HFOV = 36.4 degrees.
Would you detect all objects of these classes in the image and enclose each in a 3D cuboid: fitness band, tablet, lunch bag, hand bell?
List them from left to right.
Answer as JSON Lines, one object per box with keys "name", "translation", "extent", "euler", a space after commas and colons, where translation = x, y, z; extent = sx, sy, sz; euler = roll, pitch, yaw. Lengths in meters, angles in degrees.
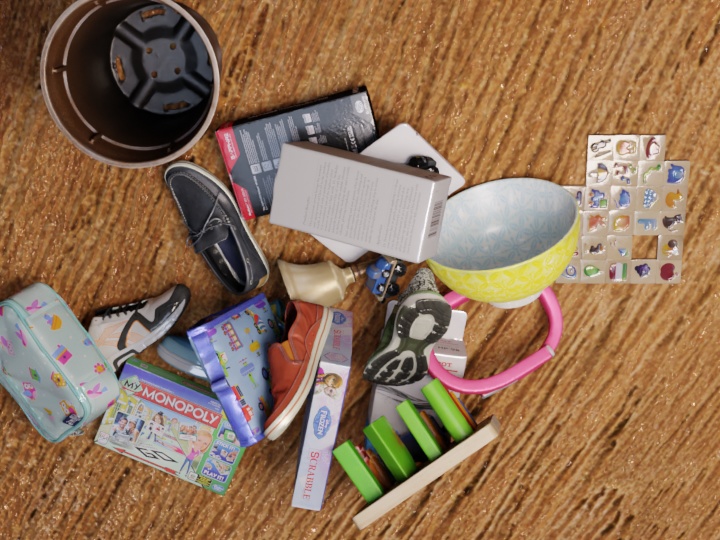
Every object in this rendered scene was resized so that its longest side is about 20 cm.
{"name": "lunch bag", "translation": [-0.416, 0.130, 1.450], "extent": [0.160, 0.077, 0.200], "euler": [-35, 90, 42]}
{"name": "lunch bag", "translation": [-0.145, 0.123, 1.333], "extent": [0.094, 0.200, 0.151], "euler": [-23, 93, 7]}
{"name": "hand bell", "translation": [0.000, 0.000, 1.431], "extent": [0.200, 0.104, 0.104], "euler": [-20, 106, -5]}
{"name": "tablet", "translation": [0.019, -0.094, 1.393], "extent": [0.200, 0.014, 0.130], "euler": [-35, 127, 22]}
{"name": "fitness band", "translation": [0.170, 0.080, 1.428], "extent": [0.200, 0.037, 0.144], "euler": [-28, 78, -11]}

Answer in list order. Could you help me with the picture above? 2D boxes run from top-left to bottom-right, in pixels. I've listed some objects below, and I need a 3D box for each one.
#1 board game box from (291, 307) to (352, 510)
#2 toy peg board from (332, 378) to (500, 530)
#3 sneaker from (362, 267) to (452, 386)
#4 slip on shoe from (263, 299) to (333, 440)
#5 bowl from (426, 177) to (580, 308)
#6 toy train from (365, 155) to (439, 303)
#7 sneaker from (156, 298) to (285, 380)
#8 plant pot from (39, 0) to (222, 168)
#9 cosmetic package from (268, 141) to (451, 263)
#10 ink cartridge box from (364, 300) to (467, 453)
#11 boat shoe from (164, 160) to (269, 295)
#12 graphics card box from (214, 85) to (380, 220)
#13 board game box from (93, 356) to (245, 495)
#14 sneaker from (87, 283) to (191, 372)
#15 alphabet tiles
{"name": "board game box", "translation": [-0.048, 0.174, 1.425], "extent": [0.041, 0.200, 0.201], "euler": [11, 108, -3]}
{"name": "toy peg board", "translation": [0.067, 0.216, 1.380], "extent": [0.200, 0.199, 0.098], "euler": [-35, 82, 5]}
{"name": "sneaker", "translation": [0.060, 0.073, 1.384], "extent": [0.077, 0.089, 0.200], "euler": [16, 136, -15]}
{"name": "slip on shoe", "translation": [-0.086, 0.116, 1.308], "extent": [0.061, 0.200, 0.074], "euler": [25, 139, -10]}
{"name": "bowl", "translation": [0.182, -0.018, 1.374], "extent": [0.200, 0.200, 0.108], "euler": [-15, 124, 6]}
{"name": "toy train", "translation": [0.047, -0.049, 1.366], "extent": [0.046, 0.034, 0.200], "euler": [5, 114, -29]}
{"name": "sneaker", "translation": [-0.166, 0.088, 1.472], "extent": [0.199, 0.080, 0.131], "euler": [16, 96, 3]}
{"name": "plant pot", "translation": [-0.251, -0.240, 1.304], "extent": [0.200, 0.198, 0.201], "euler": [1, 108, 2]}
{"name": "cosmetic package", "translation": [-0.001, -0.085, 1.316], "extent": [0.200, 0.071, 0.102], "euler": [16, 105, 19]}
{"name": "ink cartridge box", "translation": [0.076, 0.151, 1.482], "extent": [0.115, 0.067, 0.201], "euler": [8, 107, -1]}
{"name": "boat shoe", "translation": [-0.190, -0.053, 1.424], "extent": [0.074, 0.062, 0.200], "euler": [-23, 107, 31]}
{"name": "graphics card box", "translation": [-0.071, -0.150, 1.402], "extent": [0.199, 0.051, 0.126], "euler": [-14, 107, 7]}
{"name": "board game box", "translation": [-0.256, 0.218, 1.535], "extent": [0.200, 0.029, 0.135], "euler": [23, 107, -5]}
{"name": "sneaker", "translation": [-0.314, 0.075, 1.469], "extent": [0.200, 0.074, 0.080], "euler": [-36, 101, 11]}
{"name": "alphabet tiles", "translation": [0.342, -0.079, 1.434], "extent": [0.167, 0.008, 0.201], "euler": [0, 107, 2]}
